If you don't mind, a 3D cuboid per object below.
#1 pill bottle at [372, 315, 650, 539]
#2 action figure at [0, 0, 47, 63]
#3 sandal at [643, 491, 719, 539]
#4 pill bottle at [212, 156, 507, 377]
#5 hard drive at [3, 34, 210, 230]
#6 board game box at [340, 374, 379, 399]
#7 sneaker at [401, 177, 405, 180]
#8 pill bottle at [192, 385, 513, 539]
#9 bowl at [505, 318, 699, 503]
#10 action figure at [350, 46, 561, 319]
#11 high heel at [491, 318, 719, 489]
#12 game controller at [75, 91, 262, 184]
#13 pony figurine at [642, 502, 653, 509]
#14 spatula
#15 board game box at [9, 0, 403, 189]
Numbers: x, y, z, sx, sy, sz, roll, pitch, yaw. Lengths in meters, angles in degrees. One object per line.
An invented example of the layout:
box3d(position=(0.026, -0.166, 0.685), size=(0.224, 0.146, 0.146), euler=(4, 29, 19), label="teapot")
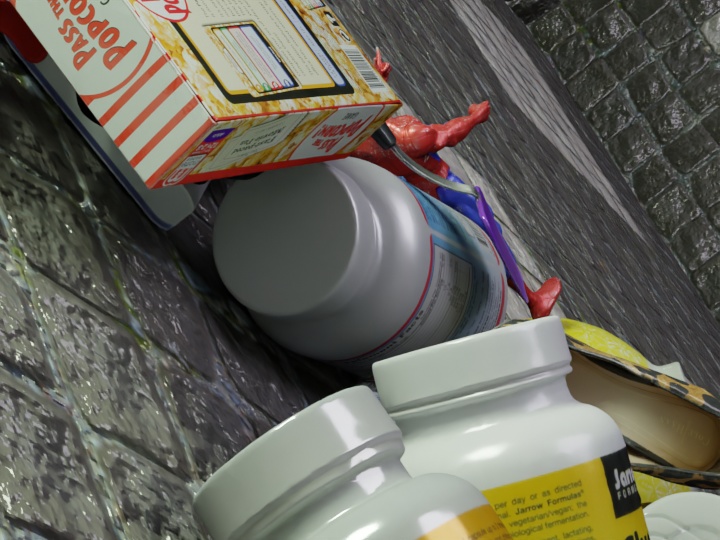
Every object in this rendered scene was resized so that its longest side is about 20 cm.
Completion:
box3d(position=(0.069, 0.126, 0.860), size=(0.112, 0.112, 0.202), euler=(-4, 79, -76), label="pill bottle")
box3d(position=(-0.170, -0.141, 0.949), size=(0.052, 0.065, 0.200), euler=(43, 17, -21), label="action figure")
box3d(position=(0.150, 0.205, 1.027), size=(0.050, 0.082, 0.204), euler=(96, 12, -57), label="sandal")
box3d(position=(0.000, 0.000, 1.095), size=(0.109, 0.109, 0.200), euler=(58, 14, 22), label="pill bottle")
box3d(position=(-0.126, -0.102, 1.103), size=(0.132, 0.025, 0.200), euler=(52, 12, -10), label="hard drive")
box3d(position=(0.034, 0.124, 0.992), size=(0.200, 0.062, 0.200), euler=(51, 12, -17), label="board game box")
box3d(position=(0.013, -0.021, 1.279), size=(0.201, 0.078, 0.089), euler=(59, 11, 23), label="sneaker")
box3d(position=(0.022, 0.149, 0.760), size=(0.201, 0.113, 0.113), euler=(56, 12, 13), label="pill bottle")
box3d(position=(0.166, 0.113, 1.290), size=(0.200, 0.107, 0.202), euler=(-19, 90, -81), label="bowl")
box3d(position=(0.056, -0.063, 1.223), size=(0.200, 0.065, 0.099), euler=(48, 47, -37), label="action figure")
box3d(position=(0.138, 0.076, 1.056), size=(0.142, 0.072, 0.200), euler=(15, 0, 29), label="high heel")
box3d(position=(-0.071, -0.095, 1.032), size=(0.104, 0.042, 0.200), euler=(33, 22, 4), label="game controller")
box3d(position=(0.248, 0.214, 1.099), size=(0.167, 0.191, 0.201), euler=(118, -33, -57), label="pony figurine")
box3d(position=(0.030, -0.060, 1.070), size=(0.200, 0.021, 0.057), euler=(45, 14, -18), label="spatula")
box3d(position=(-0.077, -0.117, 0.923), size=(0.152, 0.046, 0.200), euler=(53, 23, 10), label="board game box")
